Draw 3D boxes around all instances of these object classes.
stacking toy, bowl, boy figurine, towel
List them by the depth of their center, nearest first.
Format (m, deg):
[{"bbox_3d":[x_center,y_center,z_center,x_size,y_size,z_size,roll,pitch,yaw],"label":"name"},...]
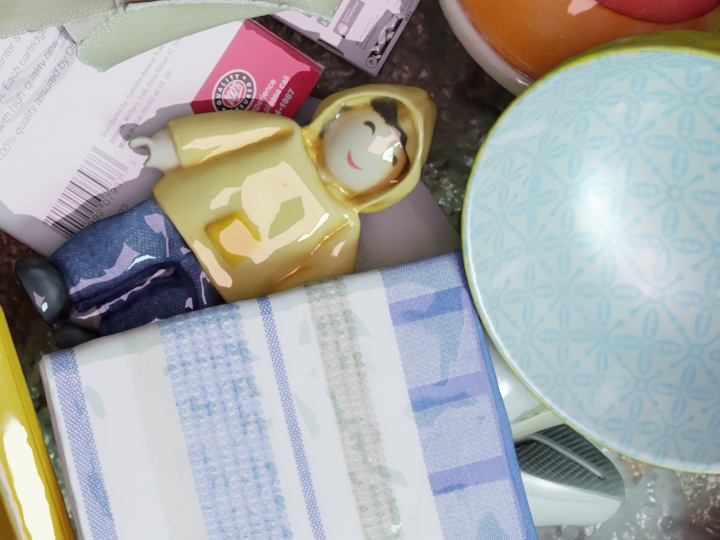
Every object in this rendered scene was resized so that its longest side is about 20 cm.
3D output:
[{"bbox_3d":[-0.032,0.083,1.266,0.200,0.024,0.147,-15,92,-10],"label":"towel"},{"bbox_3d":[0.154,-0.024,1.267,0.200,0.108,0.200,10,119,19],"label":"bowl"},{"bbox_3d":[0.131,-0.171,1.282,0.146,0.146,0.200,19,140,-13],"label":"stacking toy"},{"bbox_3d":[-0.049,-0.017,1.294,0.200,0.064,0.124,-28,87,-1],"label":"boy figurine"}]

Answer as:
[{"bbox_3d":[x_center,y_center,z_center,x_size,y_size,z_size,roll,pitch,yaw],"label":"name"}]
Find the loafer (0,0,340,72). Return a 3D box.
[{"bbox_3d":[-0.102,-0.120,1.268,0.200,0.076,0.068,3,98,-4],"label":"loafer"}]

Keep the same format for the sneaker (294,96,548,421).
[{"bbox_3d":[0.000,0.000,1.341,0.085,0.200,0.073,-30,149,-17],"label":"sneaker"}]

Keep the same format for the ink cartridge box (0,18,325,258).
[{"bbox_3d":[-0.141,-0.092,1.343,0.200,0.083,0.145,33,93,-14],"label":"ink cartridge box"}]

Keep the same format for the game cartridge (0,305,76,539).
[{"bbox_3d":[-0.170,0.102,1.331,0.032,0.176,0.200,-24,105,-20],"label":"game cartridge"}]

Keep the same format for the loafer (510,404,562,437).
[{"bbox_3d":[0.087,0.034,1.401,0.200,0.076,0.068,-6,124,-18],"label":"loafer"}]

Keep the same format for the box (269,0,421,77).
[{"bbox_3d":[0.010,-0.205,1.372,0.110,0.035,0.200,30,95,-14],"label":"box"}]

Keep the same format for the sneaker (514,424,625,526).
[{"bbox_3d":[0.030,0.106,1.430,0.200,0.070,0.080,8,118,-11],"label":"sneaker"}]
